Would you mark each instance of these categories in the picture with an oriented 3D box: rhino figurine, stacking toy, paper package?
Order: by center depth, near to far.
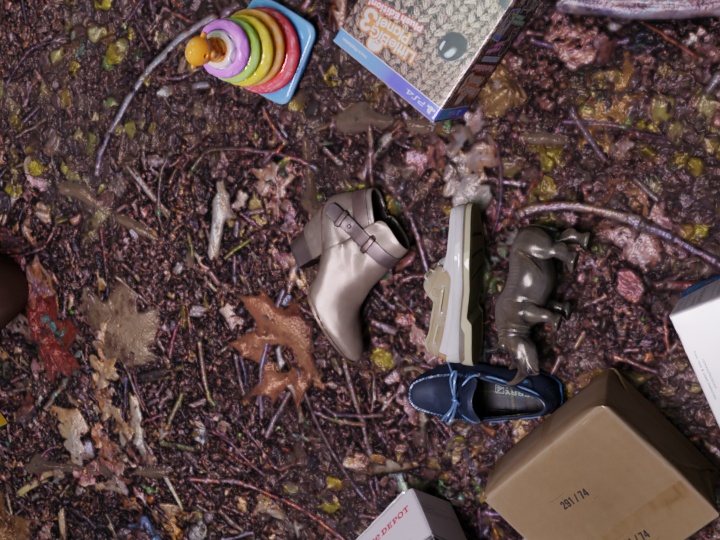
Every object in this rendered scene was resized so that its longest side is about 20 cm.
[{"bbox_3d":[0.279,0.249,1.176,0.191,0.103,0.200,43,116,0],"label":"paper package"},{"bbox_3d":[0.202,0.040,1.196,0.087,0.060,0.201,19,102,28],"label":"rhino figurine"},{"bbox_3d":[-0.153,-0.266,1.232,0.109,0.200,0.117,32,114,16],"label":"stacking toy"}]

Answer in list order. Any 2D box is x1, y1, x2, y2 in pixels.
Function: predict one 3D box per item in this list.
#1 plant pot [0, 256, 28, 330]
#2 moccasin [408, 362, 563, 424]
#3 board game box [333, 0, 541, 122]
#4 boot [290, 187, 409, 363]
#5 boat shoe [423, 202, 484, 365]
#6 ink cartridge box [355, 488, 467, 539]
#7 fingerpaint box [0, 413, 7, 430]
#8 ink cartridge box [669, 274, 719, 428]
[{"bbox_3d":[-0.602,0.043,1.520,0.186,0.200,0.188,6,105,24],"label":"plant pot"},{"bbox_3d":[0.145,0.149,1.250,0.199,0.068,0.081,-8,97,27],"label":"moccasin"},{"bbox_3d":[0.095,-0.299,1.161,0.159,0.097,0.200,40,115,13],"label":"board game box"},{"bbox_3d":[0.000,0.000,1.291,0.146,0.070,0.201,-28,89,26],"label":"boot"},{"bbox_3d":[0.110,0.016,1.236,0.068,0.075,0.202,5,102,23],"label":"boat shoe"},{"bbox_3d":[0.075,0.398,1.266,0.145,0.084,0.200,-48,38,20],"label":"ink cartridge box"},{"bbox_3d":[-0.694,0.209,1.621,0.073,0.167,0.200,-42,83,27],"label":"fingerpaint box"},{"bbox_3d":[0.447,0.058,1.039,0.199,0.147,0.145,-25,90,28],"label":"ink cartridge box"}]
